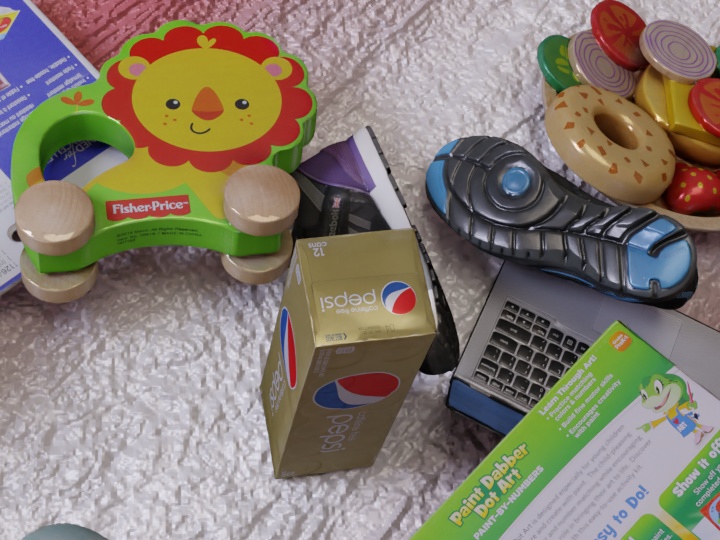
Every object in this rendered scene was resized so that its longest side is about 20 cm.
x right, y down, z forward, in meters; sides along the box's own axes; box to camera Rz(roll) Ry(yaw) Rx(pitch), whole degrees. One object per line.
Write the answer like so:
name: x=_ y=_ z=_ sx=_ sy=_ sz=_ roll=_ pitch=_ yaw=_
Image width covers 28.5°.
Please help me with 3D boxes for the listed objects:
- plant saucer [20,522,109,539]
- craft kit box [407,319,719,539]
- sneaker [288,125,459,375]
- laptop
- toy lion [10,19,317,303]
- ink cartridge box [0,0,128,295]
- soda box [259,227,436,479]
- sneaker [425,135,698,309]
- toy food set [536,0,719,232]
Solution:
plant saucer: x=-0.111 y=0.217 z=0.683 sx=0.038 sy=0.201 sz=0.203 roll=-19 pitch=62 yaw=16
craft kit box: x=0.139 y=0.158 z=0.723 sx=0.200 sy=0.049 sz=0.197 roll=-44 pitch=62 yaw=-9
sneaker: x=0.000 y=0.000 z=0.912 sx=0.087 sy=0.076 sz=0.201 roll=-23 pitch=47 yaw=1
laptop: x=0.160 y=0.067 z=0.889 sx=0.186 sy=0.116 sz=0.201 roll=26 pitch=60 yaw=3
toy lion: x=-0.123 y=-0.082 z=0.905 sx=0.197 sy=0.069 sz=0.193 roll=-6 pitch=54 yaw=-12
ink cartridge box: x=-0.252 y=-0.076 z=0.929 sx=0.197 sy=0.047 sz=0.200 roll=-38 pitch=77 yaw=-27
soda box: x=-0.013 y=0.054 z=0.813 sx=0.067 sy=0.201 sz=0.065 roll=-6 pitch=63 yaw=-13
sneaker: x=0.131 y=-0.024 z=0.947 sx=0.199 sy=0.082 sz=0.074 roll=29 pitch=85 yaw=25
toy food set: x=0.217 y=-0.112 z=1.015 sx=0.198 sy=0.049 sz=0.200 roll=14 pitch=49 yaw=-11
